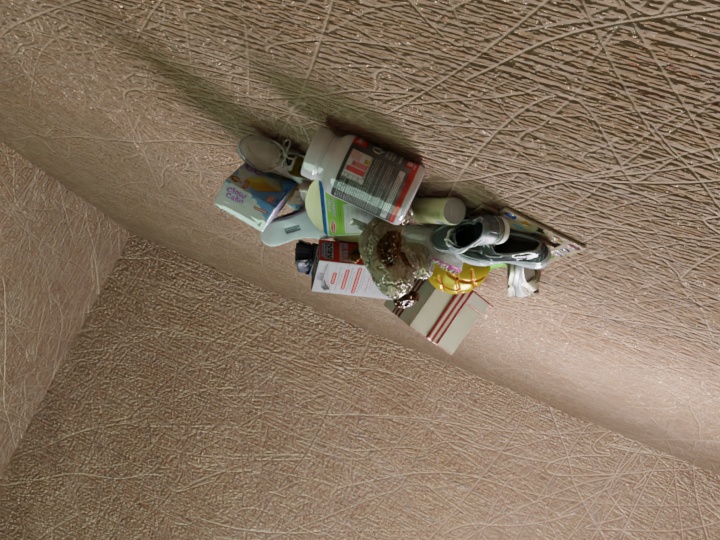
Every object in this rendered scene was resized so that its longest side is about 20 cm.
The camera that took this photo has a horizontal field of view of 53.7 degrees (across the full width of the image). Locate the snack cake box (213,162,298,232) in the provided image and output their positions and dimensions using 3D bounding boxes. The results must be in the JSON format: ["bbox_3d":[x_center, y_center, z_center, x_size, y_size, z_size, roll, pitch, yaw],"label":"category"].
[{"bbox_3d":[-0.208,-0.171,1.486,0.115,0.067,0.200,31,-150,-3],"label":"snack cake box"}]

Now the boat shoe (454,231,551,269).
[{"bbox_3d":[0.265,-0.052,1.366,0.200,0.072,0.071,5,150,32],"label":"boat shoe"}]

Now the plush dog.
[{"bbox_3d":[0.055,-0.020,1.367,0.172,0.160,0.200,-104,-10,-58],"label":"plush dog"}]

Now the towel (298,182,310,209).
[{"bbox_3d":[-0.027,-0.132,1.532,0.199,0.032,0.191,8,165,2],"label":"towel"}]

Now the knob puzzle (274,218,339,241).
[{"bbox_3d":[-0.081,-0.086,1.654,0.219,0.031,0.220,7,177,0],"label":"knob puzzle"}]

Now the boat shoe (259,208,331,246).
[{"bbox_3d":[-0.116,-0.101,1.524,0.199,0.068,0.072,-14,112,17],"label":"boat shoe"}]

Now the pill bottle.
[{"bbox_3d":[0.003,-0.171,1.260,0.200,0.116,0.116,25,168,0],"label":"pill bottle"}]

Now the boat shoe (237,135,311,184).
[{"bbox_3d":[-0.150,-0.222,1.449,0.202,0.075,0.086,25,169,-18],"label":"boat shoe"}]

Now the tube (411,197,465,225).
[{"bbox_3d":[0.133,-0.119,1.400,0.052,0.058,0.200,-8,-173,-23],"label":"tube"}]

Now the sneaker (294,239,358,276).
[{"bbox_3d":[-0.068,-0.042,1.601,0.146,0.077,0.202,16,146,-16],"label":"sneaker"}]

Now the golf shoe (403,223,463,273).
[{"bbox_3d":[0.149,-0.069,1.506,0.200,0.092,0.075,31,-178,32],"label":"golf shoe"}]

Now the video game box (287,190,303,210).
[{"bbox_3d":[-0.051,-0.128,1.725,0.200,0.047,0.182,34,161,-36],"label":"video game box"}]

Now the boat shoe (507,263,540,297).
[{"bbox_3d":[0.341,0.005,1.481,0.068,0.075,0.200,2,165,14],"label":"boat shoe"}]

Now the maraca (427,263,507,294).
[{"bbox_3d":[0.229,-0.010,1.552,0.137,0.107,0.200,19,150,-41],"label":"maraca"}]

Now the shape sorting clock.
[{"bbox_3d":[-0.011,-0.134,1.423,0.199,0.039,0.200,-2,135,-2],"label":"shape sorting clock"}]

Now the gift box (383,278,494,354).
[{"bbox_3d":[0.204,0.081,1.769,0.184,0.187,0.200,35,180,-33],"label":"gift box"}]

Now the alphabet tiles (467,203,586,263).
[{"bbox_3d":[0.305,-0.071,1.354,0.200,0.008,0.167,26,169,-4],"label":"alphabet tiles"}]

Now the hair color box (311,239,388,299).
[{"bbox_3d":[0.000,0.000,1.534,0.199,0.064,0.111,6,141,-11],"label":"hair color box"}]

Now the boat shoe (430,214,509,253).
[{"bbox_3d":[0.191,-0.071,1.352,0.062,0.073,0.200,-1,177,-35],"label":"boat shoe"}]
